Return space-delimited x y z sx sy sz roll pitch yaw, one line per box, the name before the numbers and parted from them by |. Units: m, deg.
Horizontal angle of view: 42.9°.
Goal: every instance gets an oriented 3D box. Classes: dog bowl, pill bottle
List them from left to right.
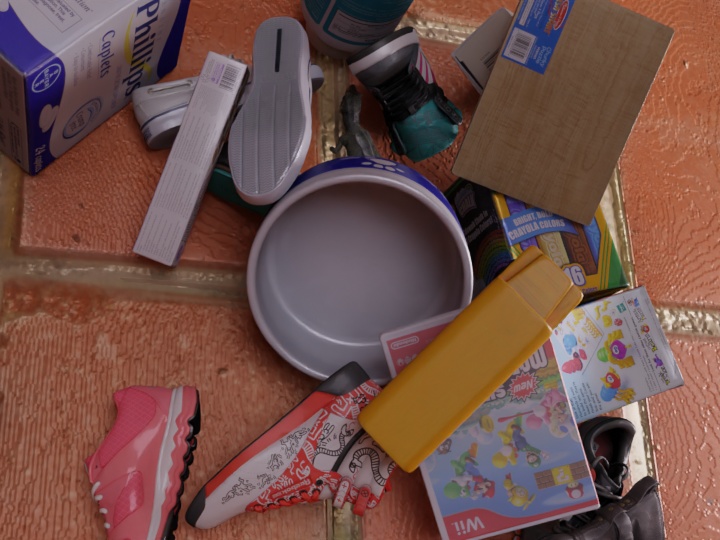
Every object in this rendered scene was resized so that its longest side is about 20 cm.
dog bowl | 0.000 0.000 0.833 0.199 0.079 0.201 1 110 2
pill bottle | 0.003 -0.299 0.939 0.110 0.200 0.111 7 69 -18

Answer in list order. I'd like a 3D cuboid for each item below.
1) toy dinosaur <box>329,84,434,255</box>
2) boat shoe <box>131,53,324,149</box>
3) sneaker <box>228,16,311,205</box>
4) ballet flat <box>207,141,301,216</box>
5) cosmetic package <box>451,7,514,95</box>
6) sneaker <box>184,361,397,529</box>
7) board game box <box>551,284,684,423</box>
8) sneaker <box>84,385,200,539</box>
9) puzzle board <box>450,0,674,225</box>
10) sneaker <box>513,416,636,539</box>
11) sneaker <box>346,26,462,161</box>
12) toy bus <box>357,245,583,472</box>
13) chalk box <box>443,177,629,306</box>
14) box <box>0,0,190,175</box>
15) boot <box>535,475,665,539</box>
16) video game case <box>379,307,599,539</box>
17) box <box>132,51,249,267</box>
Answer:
toy dinosaur | 0.004 -0.086 0.922 0.047 0.088 0.201 -14 72 -35
boat shoe | -0.134 -0.186 0.925 0.199 0.071 0.070 -23 82 -19
sneaker | -0.072 -0.137 0.837 0.073 0.071 0.201 2 60 11
ballet flat | -0.061 -0.068 0.908 0.200 0.068 0.068 35 55 -5
cosmetic package | 0.175 -0.208 0.977 0.105 0.071 0.200 53 21 7
sneaker | -0.046 0.181 0.785 0.201 0.067 0.108 -40 80 -6
board game box | 0.189 0.101 0.896 0.199 0.103 0.105 -16 78 -15
sneaker | -0.194 0.190 0.773 0.086 0.074 0.201 10 63 -1
puzzle board | 0.189 -0.160 0.864 0.150 0.017 0.201 19 100 -11
sneaker | 0.212 0.222 0.888 0.077 0.082 0.200 30 65 -7
sneaker | 0.048 -0.172 0.936 0.083 0.200 0.121 -26 92 15
toy bus | 0.090 0.068 0.741 0.200 0.078 0.065 -45 82 2
chalk box | 0.165 -0.049 0.948 0.124 0.125 0.201 -8 75 -22
box | -0.258 -0.214 0.823 0.105 0.184 0.200 43 63 1
boot | 0.209 0.297 0.831 0.174 0.069 0.201 -12 116 -31
video game case | 0.113 0.130 0.802 0.142 0.017 0.201 -17 95 7
box | -0.157 -0.103 0.855 0.041 0.039 0.201 20 89 -3
